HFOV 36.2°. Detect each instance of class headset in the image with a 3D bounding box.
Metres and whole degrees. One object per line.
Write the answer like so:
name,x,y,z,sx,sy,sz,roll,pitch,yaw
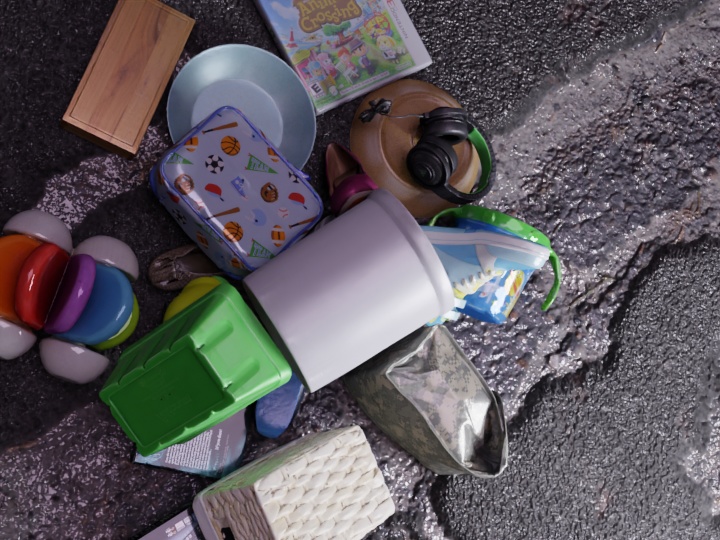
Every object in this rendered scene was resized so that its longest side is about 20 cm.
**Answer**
headset,0.095,-0.167,1.484,0.200,0.094,0.124,34,57,-26

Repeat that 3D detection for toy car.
toy car,-0.346,0.025,1.260,0.199,0.150,0.176,22,73,-17

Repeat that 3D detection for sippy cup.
sippy cup,0.172,-0.003,1.491,0.140,0.177,0.131,33,77,-57

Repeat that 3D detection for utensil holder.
utensil holder,-0.017,0.025,1.303,0.200,0.170,0.170,-31,93,-8

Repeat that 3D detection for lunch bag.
lunch bag,0.095,0.178,1.402,0.117,0.164,0.200,-40,96,-21
lunch bag,-0.148,-0.095,1.362,0.200,0.076,0.160,48,62,-9

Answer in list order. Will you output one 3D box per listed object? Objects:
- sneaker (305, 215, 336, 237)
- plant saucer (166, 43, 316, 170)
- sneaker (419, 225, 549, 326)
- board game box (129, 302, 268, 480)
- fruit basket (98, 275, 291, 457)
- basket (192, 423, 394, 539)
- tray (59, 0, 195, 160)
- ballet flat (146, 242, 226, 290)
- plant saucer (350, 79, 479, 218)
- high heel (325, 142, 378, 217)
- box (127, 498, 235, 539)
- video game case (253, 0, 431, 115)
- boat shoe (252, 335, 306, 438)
sneaker,0.000,0.000,1.453,0.200,0.082,0.075,39,43,-29
plant saucer,-0.157,-0.193,1.436,0.200,0.039,0.202,4,79,-20
sneaker,0.140,0.015,1.399,0.079,0.199,0.131,14,83,-58
board game box,-0.198,0.151,1.363,0.135,0.028,0.201,15,76,-18
fruit basket,-0.183,0.098,1.284,0.215,0.215,0.156,-37,95,-23
basket,-0.073,0.281,1.307,0.200,0.123,0.136,-23,88,-43
tray,-0.293,-0.251,1.394,0.098,0.037,0.201,25,71,-16
ballet flat,-0.175,-0.023,1.394,0.199,0.046,0.068,-19,88,-24
plant saucer,0.084,-0.175,1.531,0.199,0.035,0.201,4,79,-21
high heel,-0.026,-0.121,1.399,0.067,0.200,0.096,-31,92,0
box,-0.222,0.379,1.301,0.200,0.050,0.158,-28,92,-24
video game case,-0.022,-0.331,1.520,0.199,0.022,0.183,-27,89,-23
boat shoe,-0.093,0.112,1.395,0.084,0.069,0.201,27,76,-1
